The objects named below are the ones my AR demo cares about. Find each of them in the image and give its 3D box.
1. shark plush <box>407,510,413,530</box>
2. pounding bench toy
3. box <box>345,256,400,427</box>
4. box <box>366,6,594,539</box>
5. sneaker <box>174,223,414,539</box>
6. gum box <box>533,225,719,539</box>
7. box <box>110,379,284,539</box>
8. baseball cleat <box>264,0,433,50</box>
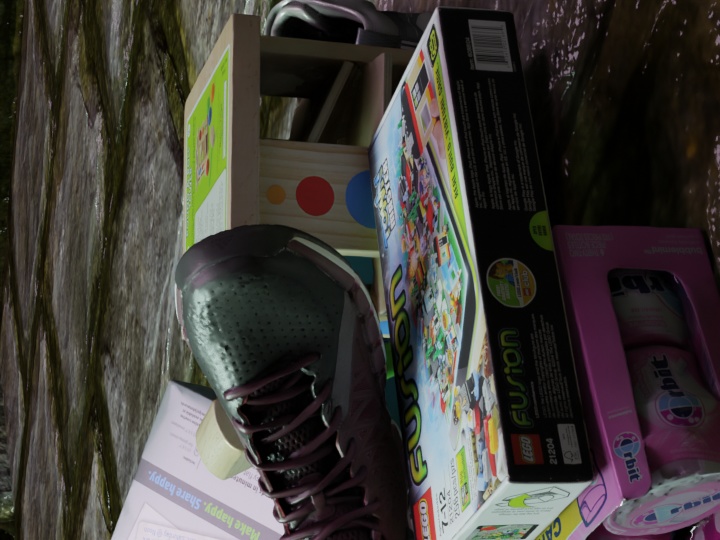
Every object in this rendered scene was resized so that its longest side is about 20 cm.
[{"bbox_3d":[0.035,0.191,0.787,0.084,0.090,0.202,119,157,-45],"label":"shark plush"},{"bbox_3d":[0.000,0.000,0.820,0.124,0.154,0.203,138,134,-68],"label":"pounding bench toy"},{"bbox_3d":[-0.011,0.041,1.052,0.082,0.049,0.202,129,138,-64],"label":"box"},{"bbox_3d":[0.043,0.010,0.681,0.110,0.034,0.202,119,149,-57],"label":"box"},{"bbox_3d":[-0.013,0.079,0.682,0.201,0.075,0.116,63,-169,-46],"label":"sneaker"},{"bbox_3d":[0.089,0.077,0.697,0.201,0.065,0.115,115,150,-55],"label":"gum box"},{"bbox_3d":[-0.078,0.181,0.944,0.155,0.041,0.202,22,93,37],"label":"box"},{"bbox_3d":[-0.013,-0.125,0.957,0.200,0.105,0.071,179,104,-68],"label":"baseball cleat"}]
